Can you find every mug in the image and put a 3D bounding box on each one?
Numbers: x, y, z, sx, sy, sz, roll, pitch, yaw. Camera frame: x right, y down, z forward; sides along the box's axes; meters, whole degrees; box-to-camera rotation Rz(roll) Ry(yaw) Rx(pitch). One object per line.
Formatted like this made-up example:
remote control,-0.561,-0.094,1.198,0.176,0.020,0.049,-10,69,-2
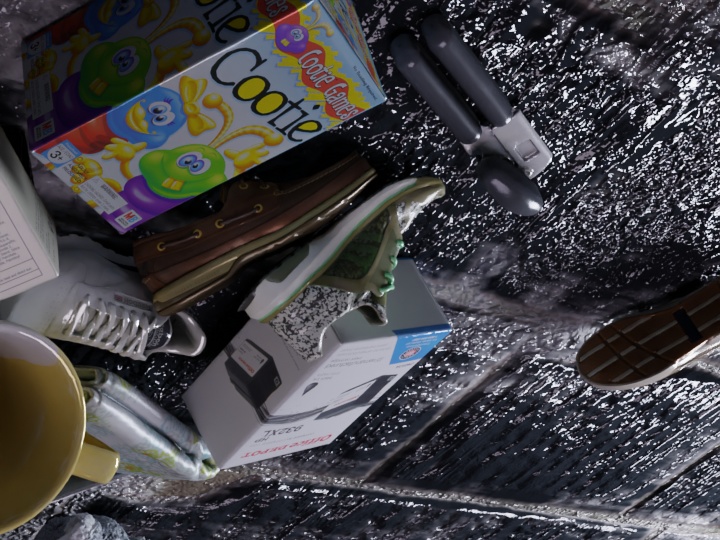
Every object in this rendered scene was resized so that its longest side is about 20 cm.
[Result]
mug,-0.288,0.111,0.856,0.149,0.153,0.187,-40,119,-25

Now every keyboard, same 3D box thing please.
keyboard,-0.230,0.187,1.144,0.199,0.056,0.011,-17,111,-21

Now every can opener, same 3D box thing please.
can opener,0.092,-0.108,0.894,0.053,0.067,0.200,-29,143,17

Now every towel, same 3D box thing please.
towel,-0.241,0.134,1.042,0.171,0.048,0.200,4,154,28

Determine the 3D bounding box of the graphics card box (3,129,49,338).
graphics card box,-0.299,-0.015,0.882,0.125,0.051,0.200,-6,142,-14

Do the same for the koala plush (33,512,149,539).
koala plush,-0.321,0.330,1.250,0.200,0.184,0.177,-33,143,3

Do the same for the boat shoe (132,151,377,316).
boat shoe,-0.081,-0.041,0.909,0.200,0.068,0.072,-31,178,-7

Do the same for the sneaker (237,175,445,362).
sneaker,0.000,0.000,0.936,0.200,0.089,0.077,-38,-176,-22

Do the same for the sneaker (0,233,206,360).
sneaker,-0.195,0.029,0.906,0.076,0.081,0.200,-53,154,17

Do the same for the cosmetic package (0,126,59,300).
cosmetic package,-0.277,-0.070,0.741,0.103,0.073,0.200,-21,125,-3

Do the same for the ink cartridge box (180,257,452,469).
ink cartridge box,-0.041,0.082,1.052,0.145,0.084,0.200,-5,147,-47

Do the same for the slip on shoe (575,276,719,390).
slip on shoe,0.319,0.067,1.220,0.200,0.076,0.061,-31,154,10

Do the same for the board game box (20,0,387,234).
board game box,-0.102,-0.128,0.761,0.200,0.105,0.103,-26,143,12
